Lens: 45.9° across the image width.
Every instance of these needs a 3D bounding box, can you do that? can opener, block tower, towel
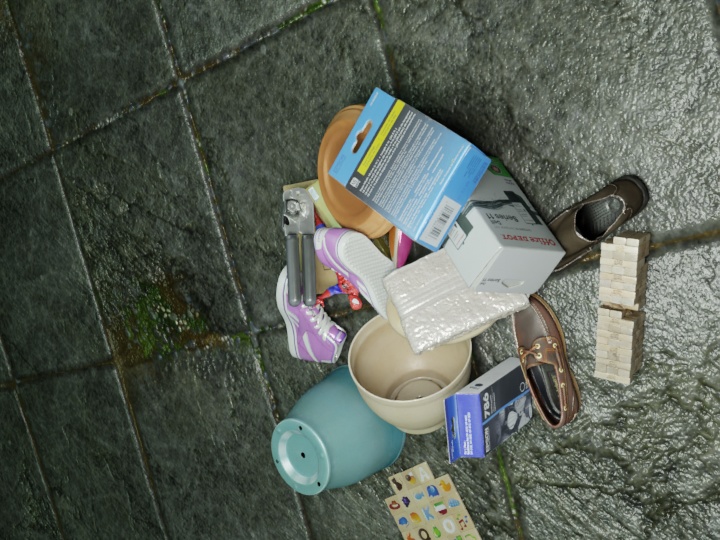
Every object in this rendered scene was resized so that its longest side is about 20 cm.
[{"bbox_3d":[-0.104,-0.039,1.436,0.067,0.052,0.206,145,123,-72],"label":"can opener"},{"bbox_3d":[0.364,0.050,1.182,0.053,0.057,0.206,10,107,35],"label":"block tower"},{"bbox_3d":[0.143,0.030,1.262,0.196,0.035,0.135,-24,66,-1],"label":"towel"}]

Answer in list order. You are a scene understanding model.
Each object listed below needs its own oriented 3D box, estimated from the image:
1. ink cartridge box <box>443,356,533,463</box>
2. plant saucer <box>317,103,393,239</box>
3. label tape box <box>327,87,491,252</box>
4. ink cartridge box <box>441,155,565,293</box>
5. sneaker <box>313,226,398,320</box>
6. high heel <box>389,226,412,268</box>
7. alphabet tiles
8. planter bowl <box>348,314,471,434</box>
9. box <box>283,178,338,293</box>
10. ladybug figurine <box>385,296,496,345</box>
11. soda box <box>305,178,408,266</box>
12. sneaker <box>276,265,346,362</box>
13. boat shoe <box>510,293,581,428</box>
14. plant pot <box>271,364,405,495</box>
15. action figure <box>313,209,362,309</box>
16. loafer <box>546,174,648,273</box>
[{"bbox_3d":[0.195,0.207,1.267,0.039,0.198,0.102,4,107,39],"label":"ink cartridge box"},{"bbox_3d":[-0.007,-0.148,1.289,0.198,0.037,0.206,16,111,50],"label":"plant saucer"},{"bbox_3d":[0.064,-0.142,1.169,0.199,0.063,0.146,40,102,39],"label":"label tape box"},{"bbox_3d":[0.176,-0.070,1.200,0.084,0.144,0.202,-54,50,34],"label":"ink cartridge box"},{"bbox_3d":[0.000,-0.001,1.347,0.113,0.073,0.202,16,150,49],"label":"sneaker"},{"bbox_3d":[0.097,-0.101,1.298,0.067,0.093,0.206,148,129,-75],"label":"high heel"},{"bbox_3d":[0.129,0.446,1.514,0.165,0.006,0.203,-33,81,40],"label":"alphabet tiles"},{"bbox_3d":[0.087,0.175,1.366,0.197,0.201,0.137,18,140,33],"label":"planter bowl"},{"bbox_3d":[-0.056,-0.062,1.505,0.161,0.021,0.205,-6,99,39],"label":"box"},{"bbox_3d":[0.137,0.052,1.313,0.195,0.072,0.139,-12,66,4],"label":"ladybug figurine"},{"bbox_3d":[-0.005,-0.072,1.411,0.063,0.068,0.202,-33,88,23],"label":"soda box"},{"bbox_3d":[-0.078,0.079,1.507,0.112,0.073,0.204,11,133,27],"label":"sneaker"},{"bbox_3d":[0.272,0.134,1.270,0.070,0.070,0.204,-26,85,41],"label":"boat shoe"},{"bbox_3d":[-0.051,0.291,1.495,0.197,0.186,0.205,12,110,35],"label":"plant pot"},{"bbox_3d":[-0.057,-0.020,1.445,0.065,0.098,0.204,-27,89,40],"label":"action figure"},{"bbox_3d":[0.305,-0.062,1.186,0.074,0.071,0.200,54,128,12],"label":"loafer"}]
